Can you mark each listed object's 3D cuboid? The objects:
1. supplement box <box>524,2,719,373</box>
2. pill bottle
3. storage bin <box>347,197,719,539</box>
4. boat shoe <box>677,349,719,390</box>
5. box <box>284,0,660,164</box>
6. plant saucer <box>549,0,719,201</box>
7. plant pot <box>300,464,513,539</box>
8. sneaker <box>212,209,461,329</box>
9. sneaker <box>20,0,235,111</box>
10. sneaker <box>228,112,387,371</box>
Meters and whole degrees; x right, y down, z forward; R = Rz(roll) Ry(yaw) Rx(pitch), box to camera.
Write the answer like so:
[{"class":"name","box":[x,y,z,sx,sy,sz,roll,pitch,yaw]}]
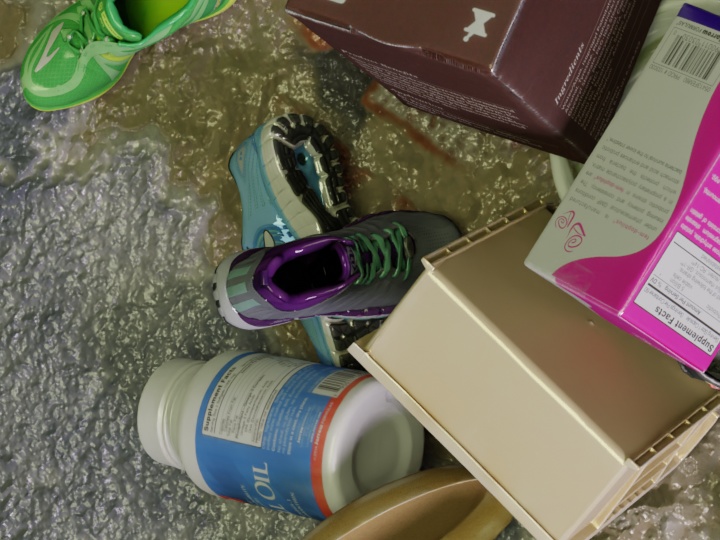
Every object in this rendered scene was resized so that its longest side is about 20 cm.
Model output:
[{"class":"supplement box","box":[0.213,-0.052,1.454,0.200,0.103,0.101,-57,40,-1]},{"class":"pill bottle","box":[-0.062,0.118,1.651,0.200,0.112,0.112,8,96,38]},{"class":"storage bin","box":[0.133,0.064,1.544,0.200,0.198,0.094,44,123,13]},{"class":"boat shoe","box":[0.310,0.052,1.498,0.201,0.063,0.074,1,97,0]},{"class":"box","box":[0.086,-0.193,1.514,0.166,0.200,0.164,21,85,28]},{"class":"plant saucer","box":[0.231,-0.090,1.557,0.200,0.050,0.200,-7,73,23]},{"class":"plant pot","box":[0.020,0.191,1.595,0.200,0.200,0.028,-38,64,18]},{"class":"sneaker","box":[0.000,0.000,1.590,0.088,0.200,0.075,-16,90,61]},{"class":"sneaker","box":[-0.185,-0.190,1.708,0.200,0.084,0.074,-31,82,20]},{"class":"sneaker","box":[-0.040,-0.014,1.680,0.090,0.078,0.200,-18,91,46]}]
